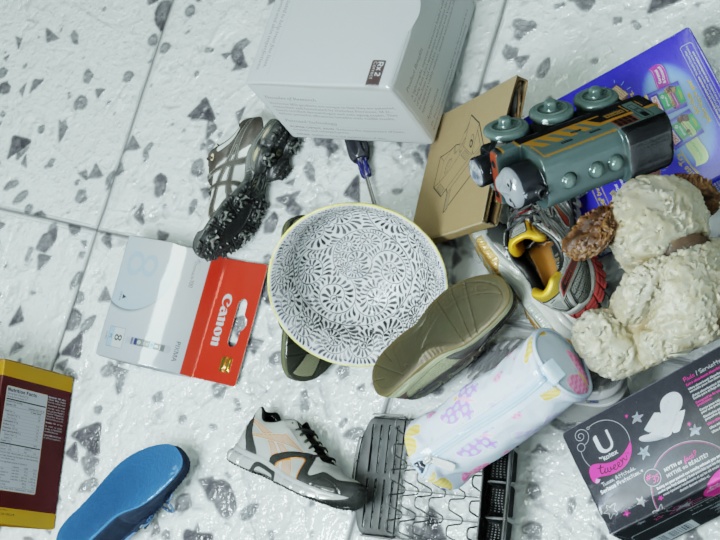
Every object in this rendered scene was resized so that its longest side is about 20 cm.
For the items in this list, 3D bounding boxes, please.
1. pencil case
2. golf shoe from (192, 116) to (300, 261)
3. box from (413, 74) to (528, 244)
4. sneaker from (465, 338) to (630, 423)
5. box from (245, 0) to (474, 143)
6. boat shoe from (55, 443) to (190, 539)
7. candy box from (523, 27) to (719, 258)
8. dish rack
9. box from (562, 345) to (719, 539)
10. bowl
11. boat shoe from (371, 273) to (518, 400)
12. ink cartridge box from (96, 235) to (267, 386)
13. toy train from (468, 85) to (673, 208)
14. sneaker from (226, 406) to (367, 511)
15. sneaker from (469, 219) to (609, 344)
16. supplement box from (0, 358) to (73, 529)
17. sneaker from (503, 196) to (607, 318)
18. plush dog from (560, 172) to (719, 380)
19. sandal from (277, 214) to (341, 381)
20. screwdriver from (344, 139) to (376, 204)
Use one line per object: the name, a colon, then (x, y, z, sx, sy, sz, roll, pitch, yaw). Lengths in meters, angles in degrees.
pencil case: (0.133, 0.138, 1.235, 0.200, 0.091, 0.083, -40, 66, 30)
golf shoe: (-0.159, -0.104, 1.564, 0.094, 0.078, 0.200, 25, 76, 35)
box: (0.115, -0.114, 1.375, 0.200, 0.021, 0.164, 163, 122, -69)
sneaker: (0.194, 0.129, 1.306, 0.200, 0.082, 0.075, 10, 48, 47)
box: (0.003, -0.267, 1.473, 0.200, 0.131, 0.199, 7, 68, 29)
boat shoe: (-0.281, 0.280, 1.516, 0.200, 0.069, 0.084, -35, 53, 13)
candy box: (0.298, -0.131, 1.326, 0.200, 0.077, 0.169, -27, 66, 17)
dish rack: (0.075, 0.224, 1.350, 0.200, 0.055, 0.154, 0, 74, 28)
box: (0.319, 0.167, 1.193, 0.200, 0.132, 0.115, -31, 60, 16)
bowl: (0.000, 0.000, 1.415, 0.200, 0.094, 0.201, 2, 115, 4)
boat shoe: (0.098, 0.076, 1.358, 0.201, 0.066, 0.072, -41, 49, 27)
ink cartridge box: (-0.226, 0.049, 1.564, 0.200, 0.047, 0.160, 9, 79, 32)
toy train: (0.209, -0.119, 1.228, 0.200, 0.085, 0.114, -20, 31, -16)
sneaker: (-0.068, 0.211, 1.410, 0.200, 0.074, 0.080, 18, 78, 39)
sneaker: (0.191, -0.006, 1.357, 0.088, 0.076, 0.200, -36, 66, -1)
supplement box: (-0.499, 0.222, 1.607, 0.197, 0.133, 0.200, -3, 74, 28)
sneaker: (0.185, -0.048, 1.276, 0.078, 0.082, 0.200, -42, 53, 34)
plush dog: (0.293, -0.009, 1.190, 0.200, 0.160, 0.172, -20, 82, -24)
sandal: (-0.067, 0.035, 1.480, 0.057, 0.080, 0.201, -26, 59, 50)
screwdriver: (0.013, -0.097, 1.502, 0.028, 0.029, 0.200, -24, 72, 20)
